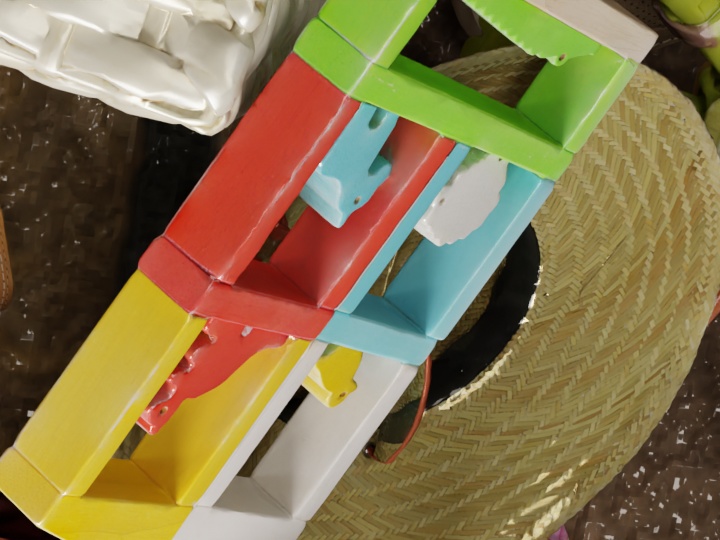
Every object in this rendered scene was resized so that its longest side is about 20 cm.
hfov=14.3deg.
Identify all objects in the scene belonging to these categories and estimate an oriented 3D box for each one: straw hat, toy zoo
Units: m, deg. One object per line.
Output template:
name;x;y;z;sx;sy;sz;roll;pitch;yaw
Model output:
straw hat;0.000;0.000;0.811;0.200;0.085;0.202;-20;131;-25
toy zoo;-0.013;0.006;0.698;0.200;0.020;0.131;-54;156;9

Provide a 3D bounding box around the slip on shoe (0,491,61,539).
slip on shoe;-0.147;0.070;0.791;0.199;0.074;0.062;11;104;1

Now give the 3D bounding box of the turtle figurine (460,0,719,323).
turtle figurine;0.110;-0.039;0.851;0.161;0.065;0.200;28;125;-27

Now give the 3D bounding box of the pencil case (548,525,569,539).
pencil case;0.060;0.145;0.838;0.082;0.200;0.087;-19;122;-11

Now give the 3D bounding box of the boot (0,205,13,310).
boot;-0.179;-0.057;0.768;0.154;0.077;0.201;-16;97;-25

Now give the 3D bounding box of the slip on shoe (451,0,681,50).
slip on shoe;0.125;-0.110;0.875;0.199;0.061;0.077;-14;108;-17

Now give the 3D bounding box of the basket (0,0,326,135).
basket;-0.076;-0.158;0.691;0.199;0.161;0.199;22;102;4
